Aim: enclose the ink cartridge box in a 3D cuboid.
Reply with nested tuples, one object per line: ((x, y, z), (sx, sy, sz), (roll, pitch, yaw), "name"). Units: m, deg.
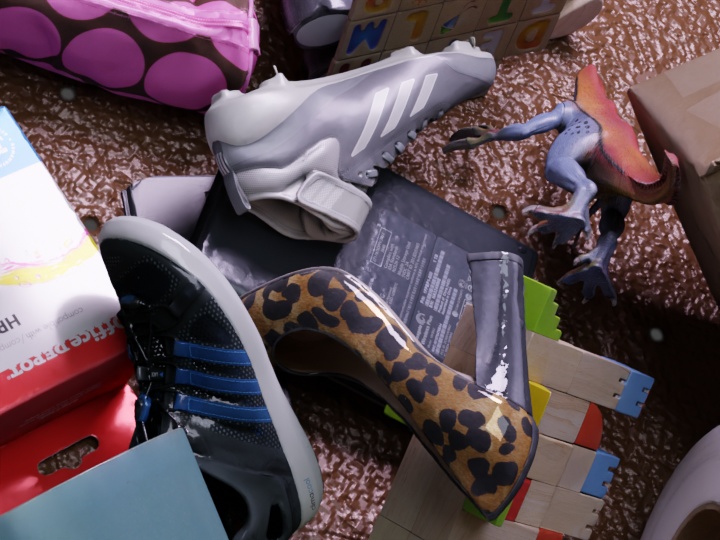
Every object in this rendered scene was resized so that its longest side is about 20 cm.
((-0.195, 0.024, 1.223), (0.116, 0.067, 0.200), (-28, 77, -31), "ink cartridge box")

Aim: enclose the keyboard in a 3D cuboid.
((-0.065, 0.035, 1.295), (0.127, 0.021, 0.201), (-2, 66, -26), "keyboard")

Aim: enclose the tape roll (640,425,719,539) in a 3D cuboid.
((0.240, 0.196, 1.225), (0.139, 0.203, 0.203), (17, 59, -12), "tape roll")

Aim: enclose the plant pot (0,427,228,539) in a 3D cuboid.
((-0.136, 0.193, 1.087), (0.200, 0.201, 0.161), (-27, 86, -31), "plant pot")

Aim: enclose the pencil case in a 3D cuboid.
((-0.154, -0.150, 1.317), (0.199, 0.094, 0.091), (13, 59, -16), "pencil case")

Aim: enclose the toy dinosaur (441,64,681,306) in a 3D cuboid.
((0.152, -0.068, 1.366), (0.105, 0.200, 0.182), (45, 46, -27), "toy dinosaur")

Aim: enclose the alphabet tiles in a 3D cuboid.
((0.063, -0.165, 1.349), (0.166, 0.200, 0.006), (-15, 58, -29), "alphabet tiles")

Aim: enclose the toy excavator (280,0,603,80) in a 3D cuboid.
((0.050, -0.181, 1.401), (0.199, 0.195, 0.100), (-16, 67, 2), "toy excavator")

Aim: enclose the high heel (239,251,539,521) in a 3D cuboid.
((-0.004, 0.071, 1.189), (0.199, 0.071, 0.143), (-10, 64, 20), "high heel")

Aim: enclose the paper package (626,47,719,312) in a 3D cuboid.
((0.249, -0.026, 1.305), (0.103, 0.200, 0.191), (-24, 110, 3), "paper package")

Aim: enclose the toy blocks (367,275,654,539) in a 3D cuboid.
((0.087, 0.110, 1.256), (0.137, 0.100, 0.200), (21, 92, -49), "toy blocks")

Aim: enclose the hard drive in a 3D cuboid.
((0.000, 0.000, 1.314), (0.200, 0.033, 0.140), (29, 54, -13), "hard drive")

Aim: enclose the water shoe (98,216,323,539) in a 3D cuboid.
((-0.089, 0.066, 1.181), (0.079, 0.071, 0.200), (-41, 109, -33), "water shoe")

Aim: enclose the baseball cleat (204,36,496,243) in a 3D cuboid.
((0.002, -0.072, 1.304), (0.200, 0.070, 0.107), (-14, 85, -30), "baseball cleat")
